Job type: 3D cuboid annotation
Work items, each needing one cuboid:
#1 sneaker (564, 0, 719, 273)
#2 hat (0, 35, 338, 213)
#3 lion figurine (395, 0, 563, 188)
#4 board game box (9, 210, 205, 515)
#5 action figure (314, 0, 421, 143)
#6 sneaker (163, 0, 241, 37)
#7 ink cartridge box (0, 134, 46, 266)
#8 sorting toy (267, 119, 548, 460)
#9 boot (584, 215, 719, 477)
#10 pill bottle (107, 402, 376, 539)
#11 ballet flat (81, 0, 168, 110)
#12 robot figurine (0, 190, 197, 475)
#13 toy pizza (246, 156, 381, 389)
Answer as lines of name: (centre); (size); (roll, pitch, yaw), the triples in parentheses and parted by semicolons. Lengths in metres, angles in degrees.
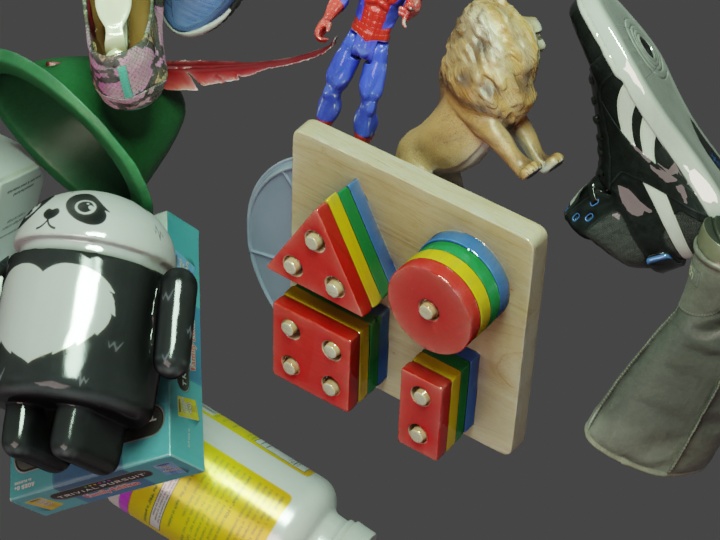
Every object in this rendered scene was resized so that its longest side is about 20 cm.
sneaker: (0.172, -0.085, 1.397); (0.112, 0.073, 0.200); (-30, 95, 26)
hat: (-0.158, -0.146, 1.537); (0.200, 0.176, 0.166); (40, 159, 7)
lion figurine: (0.070, -0.094, 1.436); (0.123, 0.072, 0.200); (53, 127, 11)
board game box: (-0.194, 0.071, 1.550); (0.151, 0.047, 0.201); (-18, 61, 26)
action figure: (-0.003, -0.147, 1.438); (0.065, 0.099, 0.201); (20, 111, 6)
sneaker: (-0.100, -0.254, 1.453); (0.076, 0.077, 0.200); (32, 118, 8)
ink cartridge box: (-0.349, -0.021, 1.626); (0.146, 0.083, 0.200); (26, 115, 13)
sorting toy: (0.020, 0.025, 1.414); (0.200, 0.070, 0.199); (27, 135, 26)
boot: (0.271, 0.066, 1.406); (0.181, 0.073, 0.200); (16, 120, -4)
pill bottle: (-0.090, 0.183, 1.574); (0.200, 0.104, 0.104); (31, 116, 11)
ballet flat: (-0.172, -0.205, 1.446); (0.069, 0.200, 0.071); (-8, 143, -3)
robot figurine: (-0.200, 0.042, 1.453); (0.150, 0.125, 0.201); (12, 74, -12)
toy pizza: (0.000, 0.000, 1.494); (0.200, 0.032, 0.201); (25, 135, 28)
